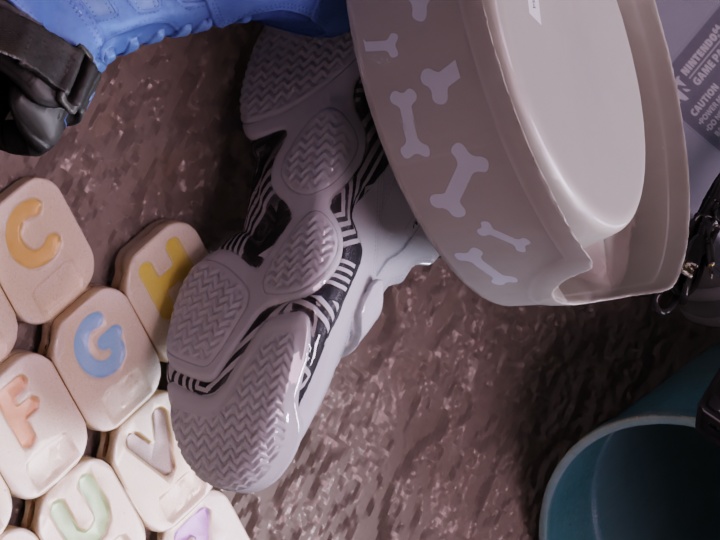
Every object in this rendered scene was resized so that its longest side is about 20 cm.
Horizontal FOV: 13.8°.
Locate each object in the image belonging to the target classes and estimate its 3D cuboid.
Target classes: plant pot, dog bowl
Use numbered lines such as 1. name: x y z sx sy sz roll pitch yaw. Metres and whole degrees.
1. plant pot: 0.210 0.100 1.260 0.188 0.200 0.201 -38 119 -39
2. dog bowl: 0.058 -0.078 1.094 0.200 0.058 0.201 47 35 -48

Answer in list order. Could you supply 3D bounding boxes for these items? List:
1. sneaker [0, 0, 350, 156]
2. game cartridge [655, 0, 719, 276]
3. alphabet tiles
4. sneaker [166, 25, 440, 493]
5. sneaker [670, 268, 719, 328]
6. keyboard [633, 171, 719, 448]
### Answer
1. sneaker: -0.090 -0.086 1.030 0.199 0.077 0.112 18 77 -34
2. game cartridge: 0.171 -0.098 1.244 0.133 0.040 0.200 43 65 -2
3. alphabet tiles: -0.111 0.075 1.080 0.200 0.015 0.196 -43 121 -30
4. sneaker: 0.000 0.000 1.117 0.115 0.075 0.201 31 63 -41
5. sneaker: 0.194 -0.071 1.294 0.200 0.075 0.082 -54 128 -23
6. keyboard: 0.184 -0.007 1.170 0.127 0.021 0.200 34 59 3
